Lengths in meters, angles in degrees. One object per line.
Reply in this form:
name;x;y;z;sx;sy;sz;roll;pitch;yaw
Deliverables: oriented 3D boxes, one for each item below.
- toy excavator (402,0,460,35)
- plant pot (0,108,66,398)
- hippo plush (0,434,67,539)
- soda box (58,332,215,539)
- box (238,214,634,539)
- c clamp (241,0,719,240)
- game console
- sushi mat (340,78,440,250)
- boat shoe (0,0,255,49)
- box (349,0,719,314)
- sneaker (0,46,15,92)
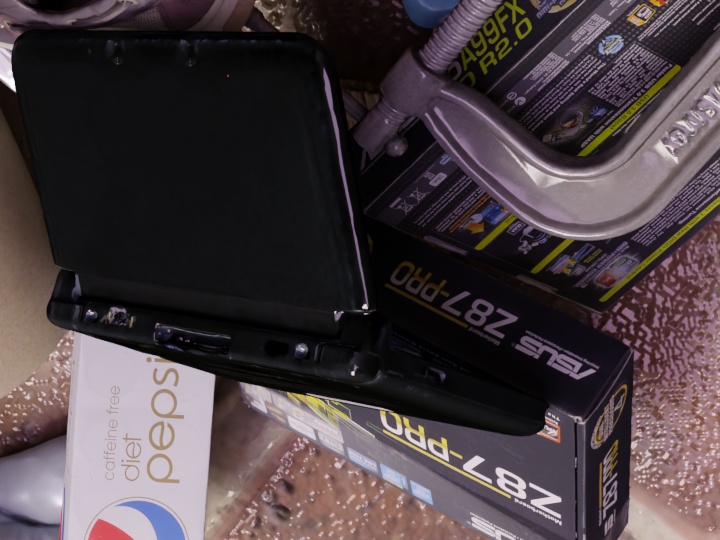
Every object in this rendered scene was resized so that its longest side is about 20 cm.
toy excavator;0.049;-0.132;0.926;0.100;0.200;0.195;-13;79;-9
plant pot;-0.233;-0.029;1.015;0.187;0.187;0.200;-23;122;23
hippo plush;-0.194;0.168;1.091;0.159;0.161;0.200;-37;101;26
soda box;-0.110;0.098;1.033;0.068;0.064;0.200;4;91;-10
box;0.027;0.048;0.961;0.200;0.049;0.161;27;154;21
c clamp;0.074;-0.099;0.803;0.171;0.027;0.200;46;117;-2
game console;-0.034;-0.015;0.864;0.200;0.176;0.116;8;81;47
sushi mat;0.000;0.000;1.028;0.096;0.012;0.200;4;120;36
boat shoe;-0.125;-0.130;0.891;0.200;0.065;0.072;13;84;46
box;0.114;-0.076;0.892;0.160;0.044;0.200;20;127;-41
sneaker;-0.100;-0.088;0.997;0.099;0.078;0.200;-36;103;22
